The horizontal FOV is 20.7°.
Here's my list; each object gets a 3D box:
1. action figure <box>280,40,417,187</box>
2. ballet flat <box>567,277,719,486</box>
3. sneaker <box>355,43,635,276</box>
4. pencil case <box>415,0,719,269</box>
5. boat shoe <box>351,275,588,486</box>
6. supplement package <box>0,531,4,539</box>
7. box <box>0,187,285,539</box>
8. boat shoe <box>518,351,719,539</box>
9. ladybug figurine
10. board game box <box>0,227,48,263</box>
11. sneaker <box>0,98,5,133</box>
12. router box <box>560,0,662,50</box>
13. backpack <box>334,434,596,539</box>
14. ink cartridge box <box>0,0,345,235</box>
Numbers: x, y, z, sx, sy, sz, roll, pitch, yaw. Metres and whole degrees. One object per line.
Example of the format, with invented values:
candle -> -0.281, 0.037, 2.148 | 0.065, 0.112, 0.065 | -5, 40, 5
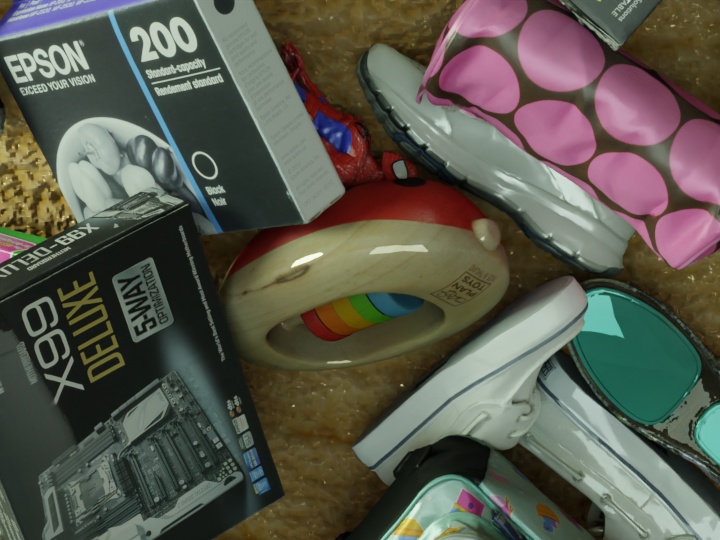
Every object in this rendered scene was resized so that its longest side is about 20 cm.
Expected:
action figure -> -0.049, -0.106, 1.161 | 0.199, 0.065, 0.052 | 37, 109, -6
ballet flat -> 0.197, 0.076, 1.200 | 0.200, 0.072, 0.072 | 41, 105, -7
sneaker -> 0.087, -0.079, 1.169 | 0.199, 0.075, 0.087 | 33, 89, -9
pencil case -> 0.130, -0.079, 1.097 | 0.199, 0.091, 0.094 | 36, 114, 1
boat shoe -> 0.077, 0.075, 1.184 | 0.065, 0.074, 0.200 | 47, 132, -2
supplement package -> -0.234, 0.253, 1.214 | 0.146, 0.191, 0.201 | -20, 104, 10
box -> -0.143, 0.076, 1.110 | 0.157, 0.050, 0.201 | -28, 118, -24
boat shoe -> 0.165, 0.148, 1.221 | 0.202, 0.075, 0.086 | 42, 105, -6
ladybug figurine -> 0.000, 0.000, 1.152 | 0.199, 0.073, 0.135 | -19, 150, 33
board game box -> -0.252, 0.044, 1.180 | 0.199, 0.040, 0.155 | 13, 107, 30
sneaker -> -0.262, -0.166, 1.151 | 0.077, 0.078, 0.201 | -31, 102, 7
router box -> 0.179, -0.224, 1.067 | 0.062, 0.150, 0.200 | 39, 105, -8
backpack -> 0.076, 0.220, 1.132 | 0.199, 0.153, 0.176 | 38, 103, -10
ink cartridge box -> -0.125, -0.112, 1.113 | 0.197, 0.043, 0.201 | -5, 116, 45
